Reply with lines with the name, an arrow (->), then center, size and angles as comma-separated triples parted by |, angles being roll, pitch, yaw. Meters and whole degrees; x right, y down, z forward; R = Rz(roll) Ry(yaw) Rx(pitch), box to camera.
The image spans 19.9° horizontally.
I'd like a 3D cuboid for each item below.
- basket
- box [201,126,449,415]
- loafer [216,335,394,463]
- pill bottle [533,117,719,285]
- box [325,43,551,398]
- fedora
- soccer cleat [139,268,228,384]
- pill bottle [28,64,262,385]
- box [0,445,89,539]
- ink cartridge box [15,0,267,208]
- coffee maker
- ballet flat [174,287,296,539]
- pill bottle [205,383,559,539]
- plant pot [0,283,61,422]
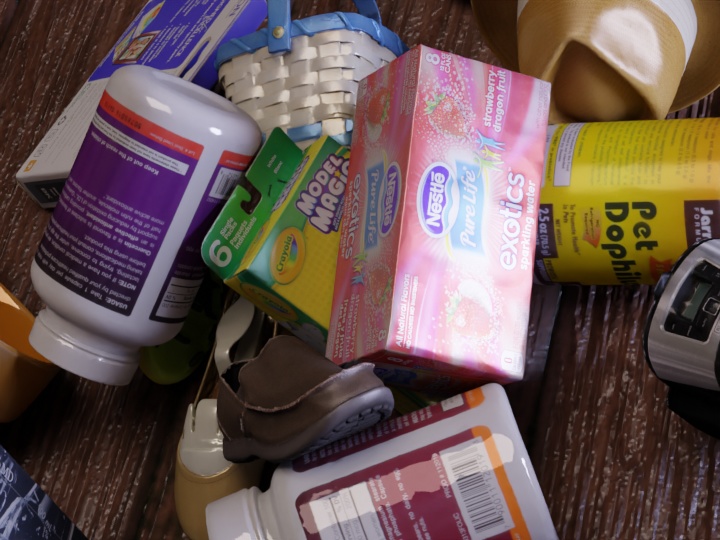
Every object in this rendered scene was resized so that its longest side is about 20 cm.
basket -> -0.026, -0.145, 1.479 | 0.138, 0.176, 0.202 | -7, 64, 24
box -> 0.000, 0.000, 1.363 | 0.118, 0.199, 0.048 | -60, 14, -23
loafer -> -0.048, 0.078, 1.282 | 0.073, 0.071, 0.200 | -20, 1, -29
pill bottle -> 0.203, -0.045, 1.358 | 0.198, 0.109, 0.110 | -1, 55, 21
box -> 0.049, -0.029, 1.313 | 0.095, 0.102, 0.202 | -24, 55, 62
fedora -> 0.162, -0.145, 1.387 | 0.199, 0.201, 0.082 | -1, 55, 21
soccer cleat -> -0.143, 0.000, 1.507 | 0.083, 0.064, 0.201 | -29, 48, 39
pill bottle -> -0.151, -0.029, 1.385 | 0.112, 0.112, 0.201 | 33, 103, 36
box -> -0.268, 0.216, 1.298 | 0.103, 0.200, 0.183 | -2, 56, 22
ink cartridge box -> -0.155, -0.136, 1.556 | 0.199, 0.043, 0.199 | -2, 48, 57
coffee maker -> 0.287, 0.079, 1.216 | 0.135, 0.193, 0.200 | -40, 34, -18
ballet flat -> -0.093, 0.087, 1.410 | 0.068, 0.063, 0.201 | 0, 56, 22
pill bottle -> 0.013, 0.155, 1.267 | 0.199, 0.114, 0.115 | -20, 51, 3
plant pot -> -0.344, 0.073, 1.453 | 0.184, 0.200, 0.200 | -50, 52, 3
